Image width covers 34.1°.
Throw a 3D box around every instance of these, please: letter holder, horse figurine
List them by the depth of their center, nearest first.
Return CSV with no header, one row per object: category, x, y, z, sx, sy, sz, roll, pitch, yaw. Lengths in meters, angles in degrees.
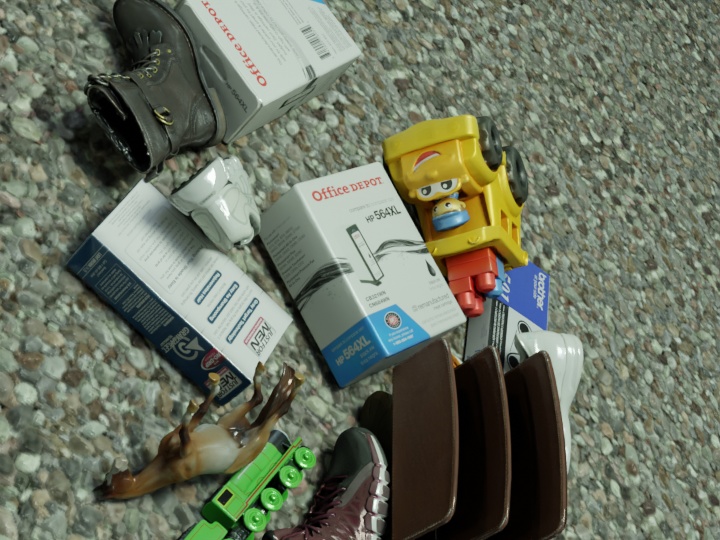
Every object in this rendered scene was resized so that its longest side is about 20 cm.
horse figurine,-0.124,0.140,1.024,0.050,0.134,0.199,44,31,24
letter holder,0.110,0.162,1.100,0.100,0.142,0.202,30,42,-29

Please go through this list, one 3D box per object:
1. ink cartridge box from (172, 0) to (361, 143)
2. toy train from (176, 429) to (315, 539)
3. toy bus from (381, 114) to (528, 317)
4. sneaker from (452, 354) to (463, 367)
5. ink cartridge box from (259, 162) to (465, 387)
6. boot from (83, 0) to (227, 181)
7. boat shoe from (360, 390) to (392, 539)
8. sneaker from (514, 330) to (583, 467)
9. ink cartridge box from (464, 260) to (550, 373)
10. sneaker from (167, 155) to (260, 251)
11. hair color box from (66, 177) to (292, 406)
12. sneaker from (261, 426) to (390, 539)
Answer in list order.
ink cartridge box,-0.114,-0.251,1.317,0.147,0.084,0.199,53,43,1
toy train,-0.107,0.213,1.051,0.056,0.042,0.200,40,42,2
toy bus,0.113,-0.054,1.328,0.200,0.134,0.195,37,45,-58
sneaker,0.122,0.187,1.261,0.092,0.075,0.203,25,42,-57
ink cartridge box,0.000,0.000,1.241,0.145,0.084,0.202,-20,77,-47
boot,-0.218,-0.190,1.162,0.202,0.069,0.174,57,24,1
boat shoe,0.053,0.214,1.166,0.064,0.073,0.203,7,59,-32
sneaker,0.187,0.167,1.297,0.087,0.075,0.204,8,87,-12
ink cartridge box,0.175,0.069,1.393,0.093,0.044,0.202,33,46,-23
sneaker,-0.133,-0.061,1.135,0.081,0.075,0.200,51,5,-6
hair color box,-0.168,0.021,1.105,0.200,0.060,0.100,44,41,-10
sneaker,-0.037,0.228,1.077,0.114,0.076,0.203,19,52,-28
